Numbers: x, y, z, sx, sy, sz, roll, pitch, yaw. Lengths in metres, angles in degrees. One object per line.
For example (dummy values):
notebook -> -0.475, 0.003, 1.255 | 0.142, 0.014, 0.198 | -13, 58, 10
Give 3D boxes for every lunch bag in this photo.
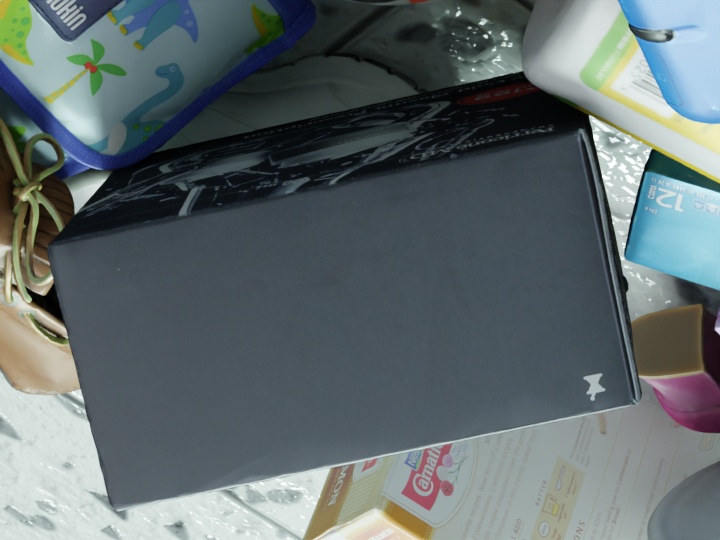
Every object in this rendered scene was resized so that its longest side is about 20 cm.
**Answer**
lunch bag -> -0.141, -0.126, 1.062 | 0.199, 0.128, 0.170 | -16, 136, 28

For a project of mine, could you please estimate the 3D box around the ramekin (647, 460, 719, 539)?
ramekin -> 0.226, 0.140, 1.133 | 0.201, 0.202, 0.095 | 0, 106, 32

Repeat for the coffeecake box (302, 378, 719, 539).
coffeecake box -> 0.091, 0.105, 1.224 | 0.199, 0.154, 0.073 | 33, 147, -17

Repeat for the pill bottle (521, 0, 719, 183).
pill bottle -> 0.167, -0.073, 0.950 | 0.199, 0.112, 0.111 | 27, 148, -7

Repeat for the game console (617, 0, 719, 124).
game console -> 0.173, -0.146, 0.823 | 0.199, 0.119, 0.171 | -7, 149, 20

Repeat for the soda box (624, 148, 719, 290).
soda box -> 0.210, -0.016, 1.054 | 0.199, 0.064, 0.068 | 18, 149, 8

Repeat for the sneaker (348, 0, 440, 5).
sneaker -> 0.015, -0.139, 0.939 | 0.200, 0.081, 0.078 | -22, 85, 60

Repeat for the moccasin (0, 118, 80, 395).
moccasin -> -0.139, -0.016, 1.044 | 0.077, 0.074, 0.202 | -7, 139, 19

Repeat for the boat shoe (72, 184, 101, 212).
boat shoe -> -0.096, -0.016, 1.244 | 0.200, 0.066, 0.073 | 39, 145, -25

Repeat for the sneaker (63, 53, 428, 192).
sneaker -> -0.047, -0.048, 1.146 | 0.199, 0.087, 0.075 | 10, 146, 17

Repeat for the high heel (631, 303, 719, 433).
high heel -> 0.217, 0.042, 1.153 | 0.199, 0.068, 0.096 | -10, 158, 28

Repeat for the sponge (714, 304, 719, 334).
sponge -> 0.219, 0.046, 1.021 | 0.111, 0.030, 0.200 | 0, 158, 27

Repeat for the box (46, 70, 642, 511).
box -> 0.000, 0.000, 1.021 | 0.198, 0.182, 0.105 | -12, 102, 5
